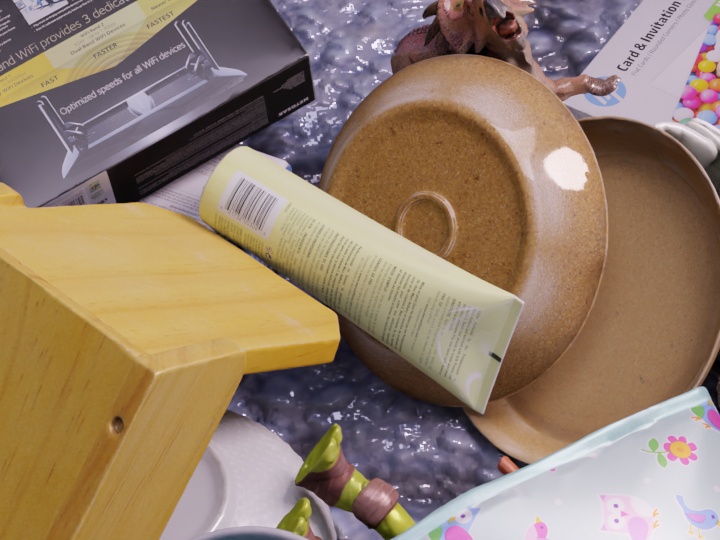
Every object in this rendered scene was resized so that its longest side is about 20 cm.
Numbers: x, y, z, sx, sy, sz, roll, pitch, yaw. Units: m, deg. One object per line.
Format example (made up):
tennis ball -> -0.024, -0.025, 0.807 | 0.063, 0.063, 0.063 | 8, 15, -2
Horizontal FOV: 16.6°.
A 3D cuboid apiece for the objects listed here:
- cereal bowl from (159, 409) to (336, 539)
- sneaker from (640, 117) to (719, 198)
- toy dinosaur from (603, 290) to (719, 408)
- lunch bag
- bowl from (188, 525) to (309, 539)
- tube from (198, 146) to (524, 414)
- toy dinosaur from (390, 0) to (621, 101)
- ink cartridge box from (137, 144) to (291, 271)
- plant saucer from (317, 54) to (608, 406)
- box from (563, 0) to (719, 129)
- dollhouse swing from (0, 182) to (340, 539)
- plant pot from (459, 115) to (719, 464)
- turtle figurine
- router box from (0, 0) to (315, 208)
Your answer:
cereal bowl -> -0.111, 0.145, 1.321 | 0.198, 0.084, 0.201 | -2, 48, 3
sneaker -> 0.168, -0.057, 1.459 | 0.199, 0.116, 0.074 | 30, 58, 30
toy dinosaur -> 0.230, 0.048, 1.393 | 0.198, 0.078, 0.102 | 3, 9, 22
lunch bag -> 0.117, 0.176, 1.205 | 0.199, 0.122, 0.171 | -20, 69, -30
bowl -> -0.041, 0.234, 1.189 | 0.200, 0.105, 0.202 | -14, 63, 30
tube -> 0.000, 0.000, 1.377 | 0.199, 0.058, 0.052 | 32, 75, 22
toy dinosaur -> 0.059, -0.124, 1.483 | 0.199, 0.136, 0.086 | -16, 32, 48
ink cartridge box -> -0.145, 0.004, 1.455 | 0.136, 0.077, 0.200 | 20, 50, 23
plant saucer -> 0.045, -0.023, 1.397 | 0.200, 0.201, 0.035 | 32, 17, 30
box -> 0.247, -0.105, 1.545 | 0.199, 0.041, 0.156 | 24, 54, 26
dollhouse swing -> -0.141, 0.062, 1.322 | 0.199, 0.175, 0.183 | 32, 98, 34
plant pot -> 0.130, 0.014, 1.384 | 0.199, 0.027, 0.202 | -14, 68, 38
turtle figurine -> 0.037, 0.150, 1.299 | 0.161, 0.064, 0.201 | 32, 66, -9
router box -> -0.150, -0.121, 1.448 | 0.199, 0.052, 0.158 | -30, 64, -11
